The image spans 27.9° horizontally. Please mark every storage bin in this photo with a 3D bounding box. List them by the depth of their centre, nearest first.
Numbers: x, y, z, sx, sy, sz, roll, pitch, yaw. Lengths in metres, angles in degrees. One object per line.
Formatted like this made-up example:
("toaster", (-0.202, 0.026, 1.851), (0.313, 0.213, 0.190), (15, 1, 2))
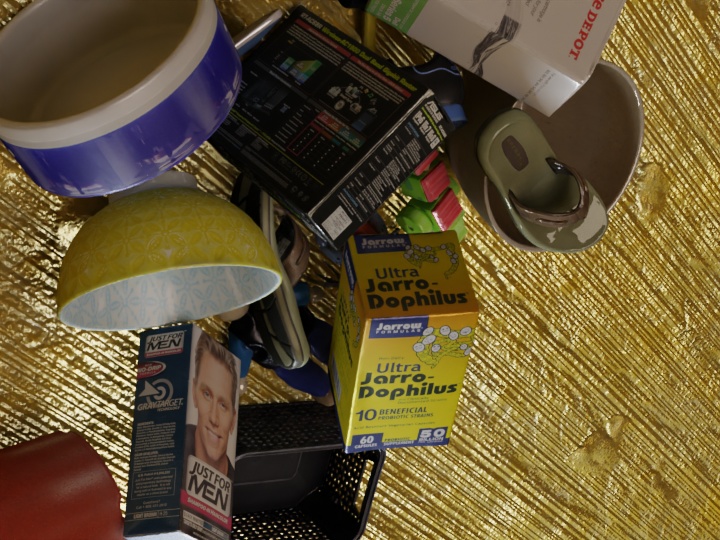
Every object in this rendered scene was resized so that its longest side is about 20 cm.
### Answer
("storage bin", (-0.088, 0.219, 1.504), (0.200, 0.094, 0.136), (0, 115, -36))

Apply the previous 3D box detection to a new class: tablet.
("tablet", (-0.155, -0.153, 1.232), (0.200, 0.130, 0.014), (-40, 97, -12))

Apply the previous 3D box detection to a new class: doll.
("doll", (-0.081, 0.071, 1.455), (0.136, 0.048, 0.200), (-47, 133, 2))

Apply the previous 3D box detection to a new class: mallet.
("mallet", (0.016, -0.203, 1.383), (0.066, 0.041, 0.200), (-23, 130, -22))

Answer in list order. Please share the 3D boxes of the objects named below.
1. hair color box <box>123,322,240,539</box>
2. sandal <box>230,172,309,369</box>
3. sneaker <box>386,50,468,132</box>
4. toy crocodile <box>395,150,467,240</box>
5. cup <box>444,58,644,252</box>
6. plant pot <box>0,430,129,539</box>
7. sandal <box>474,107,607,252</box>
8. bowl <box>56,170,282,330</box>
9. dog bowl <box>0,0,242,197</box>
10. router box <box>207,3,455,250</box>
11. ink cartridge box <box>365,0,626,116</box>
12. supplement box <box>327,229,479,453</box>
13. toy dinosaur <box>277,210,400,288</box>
("hair color box", (-0.163, 0.161, 1.345), (0.060, 0.200, 0.100), (-10, 152, 20))
("sandal", (-0.077, -0.008, 1.370), (0.057, 0.080, 0.201), (-19, 105, -25))
("sneaker", (-0.001, -0.152, 1.350), (0.199, 0.078, 0.070), (-12, 171, 8))
("toy crocodile", (0.064, -0.089, 1.454), (0.068, 0.062, 0.200), (-48, 135, -21))
("cup", (0.163, -0.139, 1.451), (0.200, 0.143, 0.201), (-18, 125, -27))
("plant pot", (-0.322, 0.245, 1.291), (0.195, 0.201, 0.201), (-22, 126, -35))
("sandal", (0.173, -0.073, 1.349), (0.080, 0.057, 0.201), (-51, 134, -1))
("bowl", (-0.176, -0.024, 1.277), (0.200, 0.200, 0.108), (-2, 73, -35))
("dog bowl", (-0.197, -0.154, 1.138), (0.200, 0.200, 0.079), (-39, 133, -12))
("router box", (-0.037, -0.130, 1.270), (0.150, 0.200, 0.062), (-46, 140, -5))
("ink cartridge box", (0.128, -0.255, 1.302), (0.200, 0.084, 0.146), (30, 67, -6))
("supplement box", (0.037, 0.070, 1.382), (0.109, 0.110, 0.200), (-4, 136, -11))
("toy dinosaur", (0.000, 0.000, 1.415), (0.105, 0.200, 0.182), (-34, 100, 4))
